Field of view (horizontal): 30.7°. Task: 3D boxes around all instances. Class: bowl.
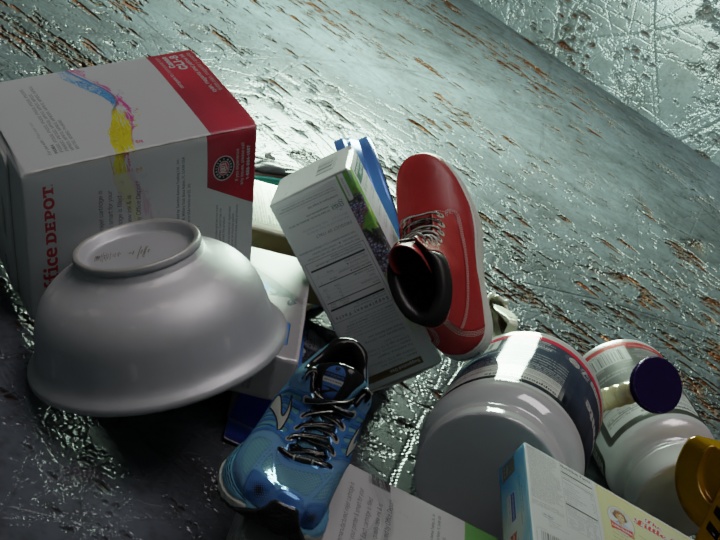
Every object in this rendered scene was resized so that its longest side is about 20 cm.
[{"bbox_3d":[0.022,-0.043,1.336,0.201,0.039,0.202,-19,90,-89],"label":"bowl"},{"bbox_3d":[-0.158,0.020,0.979,0.200,0.091,0.201,-6,23,3],"label":"bowl"}]

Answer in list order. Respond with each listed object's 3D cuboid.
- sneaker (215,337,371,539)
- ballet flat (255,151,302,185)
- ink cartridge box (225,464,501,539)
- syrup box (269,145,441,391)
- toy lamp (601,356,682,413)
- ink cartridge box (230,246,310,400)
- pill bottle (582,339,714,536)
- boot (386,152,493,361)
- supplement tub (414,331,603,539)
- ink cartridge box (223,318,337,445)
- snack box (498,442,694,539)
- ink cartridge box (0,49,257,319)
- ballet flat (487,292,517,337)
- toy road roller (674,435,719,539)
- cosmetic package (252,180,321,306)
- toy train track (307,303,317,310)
[{"bbox_3d":[-0.036,0.101,0.864,0.078,0.090,0.200,26,23,-4],"label":"sneaker"},{"bbox_3d":[-0.074,-0.095,1.487,0.199,0.073,0.073,11,29,-35],"label":"ballet flat"},{"bbox_3d":[0.002,0.214,0.898,0.199,0.085,0.146,27,22,-3],"label":"ink cartridge box"},{"bbox_3d":[0.000,0.000,1.181,0.201,0.081,0.079,62,13,-17],"label":"syrup box"},{"bbox_3d":[0.227,0.122,1.247,0.058,0.200,0.059,6,73,-21],"label":"toy lamp"},{"bbox_3d":[-0.134,0.030,1.114,0.175,0.045,0.200,13,23,-4],"label":"ink cartridge box"},{"bbox_3d":[0.287,0.167,1.312,0.113,0.114,0.200,21,24,-21],"label":"pill bottle"},{"bbox_3d":[0.055,-0.034,1.133,0.144,0.072,0.201,40,34,-58],"label":"boot"},{"bbox_3d":[0.130,0.144,1.131,0.140,0.141,0.200,33,22,7],"label":"supplement tub"},{"bbox_3d":[-0.059,0.098,1.133,0.099,0.039,0.200,26,23,-12],"label":"ink cartridge box"},{"bbox_3d":[0.194,0.220,0.977,0.199,0.037,0.116,31,28,-14],"label":"snack box"},{"bbox_3d":[-0.206,-0.076,1.092,0.199,0.146,0.145,-14,42,-27],"label":"ink cartridge box"},{"bbox_3d":[0.146,0.085,1.378,0.071,0.072,0.200,22,24,-18],"label":"ballet flat"},{"bbox_3d":[0.335,0.231,1.142,0.123,0.201,0.146,18,10,-42],"label":"toy road roller"},{"bbox_3d":[-0.102,-0.035,1.281,0.199,0.071,0.105,14,29,-17],"label":"cosmetic package"},{"bbox_3d":[-0.028,0.008,1.368,0.114,0.033,0.200,35,24,13],"label":"toy train track"}]
